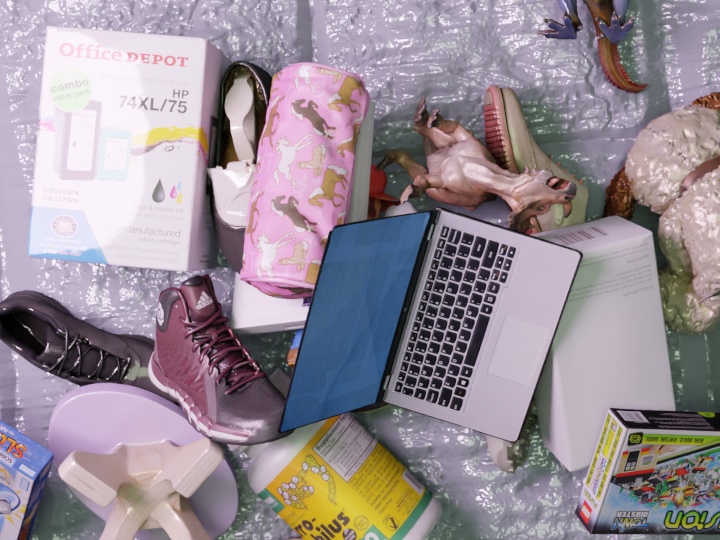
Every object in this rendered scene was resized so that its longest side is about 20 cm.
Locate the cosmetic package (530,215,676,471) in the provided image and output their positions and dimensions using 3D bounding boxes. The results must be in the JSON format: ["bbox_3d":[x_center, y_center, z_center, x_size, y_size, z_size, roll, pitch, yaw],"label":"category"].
[{"bbox_3d":[0.209,0.064,1.163,0.112,0.081,0.202,-12,107,-11],"label":"cosmetic package"}]

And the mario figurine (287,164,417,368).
[{"bbox_3d":[0.000,0.000,1.194,0.122,0.106,0.202,4,71,19],"label":"mario figurine"}]

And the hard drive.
[{"bbox_3d":[-0.051,-0.048,1.162,0.131,0.027,0.202,-8,70,35],"label":"hard drive"}]

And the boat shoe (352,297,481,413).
[{"bbox_3d":[0.042,0.068,1.181,0.200,0.066,0.072,-34,72,28],"label":"boat shoe"}]

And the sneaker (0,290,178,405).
[{"bbox_3d":[-0.259,0.082,1.219,0.199,0.091,0.076,21,90,1],"label":"sneaker"}]

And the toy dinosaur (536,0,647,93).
[{"bbox_3d":[0.199,-0.289,1.200,0.104,0.200,0.183,-6,57,17],"label":"toy dinosaur"}]

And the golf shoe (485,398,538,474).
[{"bbox_3d":[0.113,0.088,1.218,0.097,0.078,0.202,-4,90,26],"label":"golf shoe"}]

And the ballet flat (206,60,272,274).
[{"bbox_3d":[-0.106,-0.095,1.151,0.067,0.068,0.202,-8,68,9],"label":"ballet flat"}]

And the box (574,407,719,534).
[{"bbox_3d":[0.298,0.181,1.162,0.198,0.035,0.111,4,114,-21],"label":"box"}]

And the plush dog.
[{"bbox_3d":[0.308,-0.067,1.165,0.200,0.160,0.172,-39,66,4],"label":"plush dog"}]

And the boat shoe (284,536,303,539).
[{"bbox_3d":[-0.119,0.325,1.227,0.200,0.074,0.076,-41,89,4],"label":"boat shoe"}]

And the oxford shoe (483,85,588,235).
[{"bbox_3d":[0.167,-0.080,1.204,0.073,0.071,0.201,-19,100,-3],"label":"oxford shoe"}]

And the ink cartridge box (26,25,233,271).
[{"bbox_3d":[-0.203,-0.106,1.180,0.145,0.146,0.202,5,91,3],"label":"ink cartridge box"}]

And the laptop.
[{"bbox_3d":[0.058,0.058,1.068,0.198,0.116,0.189,17,114,3],"label":"laptop"}]

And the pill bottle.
[{"bbox_3d":[-0.032,0.188,1.198,0.200,0.113,0.113,44,94,0],"label":"pill bottle"}]

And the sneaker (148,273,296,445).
[{"bbox_3d":[-0.128,0.068,1.123,0.075,0.199,0.116,-17,116,-35],"label":"sneaker"}]

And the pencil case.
[{"bbox_3d":[-0.045,-0.075,1.096,0.086,0.083,0.202,17,73,-35],"label":"pencil case"}]

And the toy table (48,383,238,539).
[{"bbox_3d":[-0.194,0.200,1.176,0.199,0.117,0.185,28,103,-18],"label":"toy table"}]

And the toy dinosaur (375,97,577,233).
[{"bbox_3d":[0.097,-0.080,1.156,0.135,0.200,0.086,27,98,-19],"label":"toy dinosaur"}]

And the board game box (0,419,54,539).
[{"bbox_3d":[-0.357,0.190,1.191,0.135,0.200,0.035,31,49,3],"label":"board game box"}]
